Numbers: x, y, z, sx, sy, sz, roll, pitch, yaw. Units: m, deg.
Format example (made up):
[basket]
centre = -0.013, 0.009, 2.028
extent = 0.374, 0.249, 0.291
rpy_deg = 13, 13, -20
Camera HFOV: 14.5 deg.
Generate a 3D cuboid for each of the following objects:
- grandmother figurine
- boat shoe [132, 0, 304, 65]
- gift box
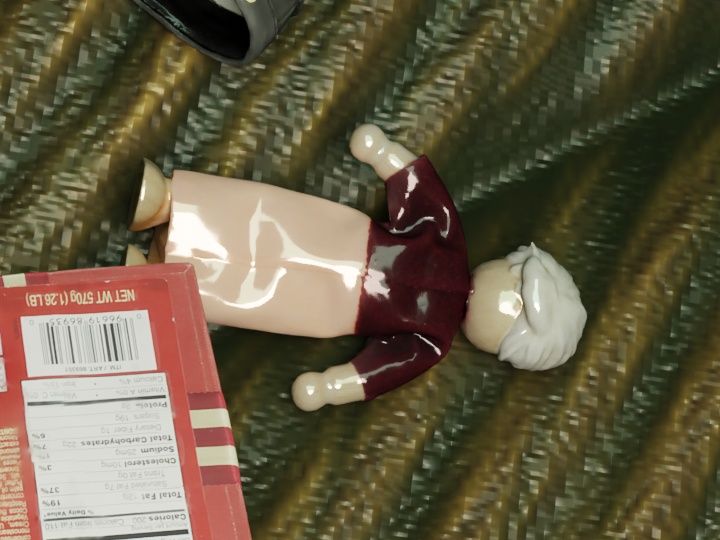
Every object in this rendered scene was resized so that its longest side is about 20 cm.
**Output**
[grandmother figurine]
centre = 0.000, 0.000, 1.192
extent = 0.199, 0.061, 0.122
rpy_deg = 13, 94, -9
[boat shoe]
centre = -0.112, -0.165, 1.223
extent = 0.201, 0.074, 0.063
rpy_deg = 34, 58, -1
[gift box]
centre = -0.126, 0.109, 1.054
extent = 0.183, 0.187, 0.201
rpy_deg = 0, 49, -9
